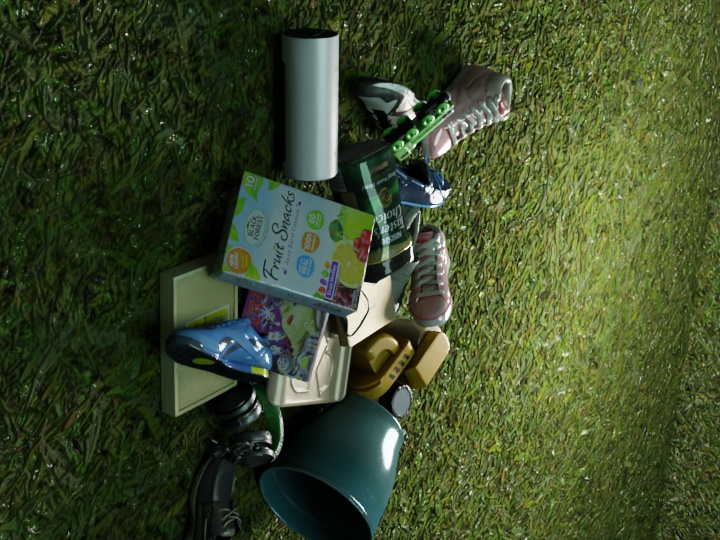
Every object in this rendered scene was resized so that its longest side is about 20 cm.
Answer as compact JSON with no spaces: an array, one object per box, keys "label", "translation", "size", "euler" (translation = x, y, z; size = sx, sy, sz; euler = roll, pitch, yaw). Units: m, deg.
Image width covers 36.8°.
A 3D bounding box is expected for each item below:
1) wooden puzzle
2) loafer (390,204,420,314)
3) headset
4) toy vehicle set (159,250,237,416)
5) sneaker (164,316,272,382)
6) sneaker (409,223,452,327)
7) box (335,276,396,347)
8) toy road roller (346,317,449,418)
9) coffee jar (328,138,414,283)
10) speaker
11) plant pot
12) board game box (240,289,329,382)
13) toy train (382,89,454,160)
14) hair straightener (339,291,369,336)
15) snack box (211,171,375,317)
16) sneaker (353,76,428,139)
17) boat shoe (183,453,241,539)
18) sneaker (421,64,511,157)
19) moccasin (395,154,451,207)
[{"label":"wooden puzzle","translation":[-0.080,0.109,1.644],"size":[0.199,0.046,0.187],"euler":[8,89,-60]},{"label":"loafer","translation":[0.062,-0.014,1.801],"size":[0.070,0.069,0.202],"euler":[-22,121,-51]},{"label":"headset","translation":[-0.153,0.221,1.529],"size":[0.200,0.093,0.125],"euler":[-27,100,-66]},{"label":"toy vehicle set","translation":[-0.216,0.083,1.462],"size":[0.124,0.026,0.202],"euler":[-23,123,-50]},{"label":"sneaker","translation":[-0.188,0.094,1.438],"size":[0.200,0.065,0.079],"euler":[26,62,-55]},{"label":"sneaker","translation":[0.112,0.000,1.839],"size":[0.201,0.075,0.105],"euler":[-82,158,-50]},{"label":"box","translation":[0.000,0.000,1.700],"size":[0.163,0.021,0.202],"euler":[-26,110,-57]},{"label":"toy road roller","translation":[0.041,0.136,1.796],"size":[0.200,0.122,0.147],"euler":[-51,130,-30]},{"label":"coffee jar","translation":[0.016,-0.086,1.617],"size":[0.104,0.085,0.202],"euler":[-31,118,-38]},{"label":"speaker","translation":[-0.069,-0.231,1.496],"size":[0.081,0.081,0.202],"euler":[-27,126,-48]},{"label":"plant pot","translation":[-0.029,0.306,1.707],"size":[0.189,0.198,0.201],"euler":[-56,144,-37]},{"label":"board game box","translation":[-0.102,0.046,1.539],"size":[0.032,0.119,0.202],"euler":[7,99,-82]},{"label":"toy train","translation":[0.064,-0.202,1.663],"size":[0.199,0.042,0.056],"euler":[-38,149,12]},{"label":"hair straightener","translation":[-0.036,0.001,1.592],"size":[0.041,0.076,0.202],"euler":[-26,101,-48]},{"label":"snack box","translation":[-0.088,-0.032,1.460],"size":[0.198,0.053,0.144],"euler":[18,71,-21]},{"label":"sneaker","translation":[0.050,-0.244,1.680],"size":[0.199,0.073,0.081],"euler":[18,91,-57]},{"label":"boat shoe","translation":[-0.204,0.361,1.562],"size":[0.074,0.073,0.202],"euler":[3,100,-57]},{"label":"sneaker","translation":[0.187,-0.267,1.835],"size":[0.201,0.104,0.076],"euler":[-55,145,-24]},{"label":"moccasin","translation":[0.095,-0.146,1.774],"size":[0.199,0.080,0.069],"euler":[-8,131,-56]}]
